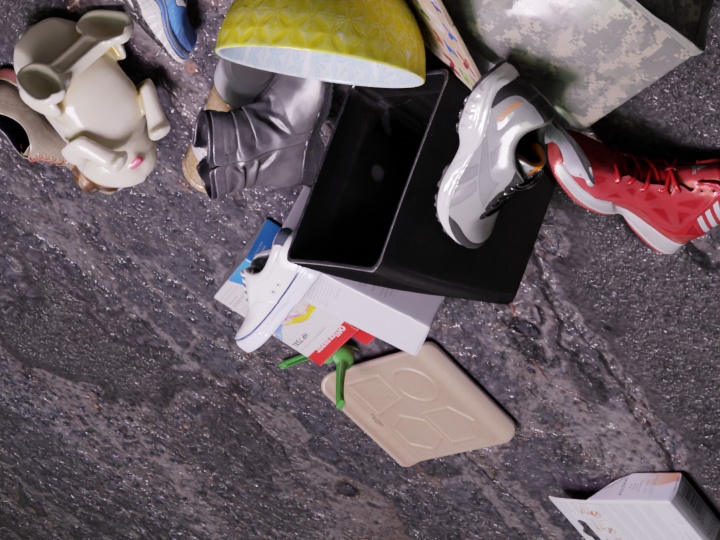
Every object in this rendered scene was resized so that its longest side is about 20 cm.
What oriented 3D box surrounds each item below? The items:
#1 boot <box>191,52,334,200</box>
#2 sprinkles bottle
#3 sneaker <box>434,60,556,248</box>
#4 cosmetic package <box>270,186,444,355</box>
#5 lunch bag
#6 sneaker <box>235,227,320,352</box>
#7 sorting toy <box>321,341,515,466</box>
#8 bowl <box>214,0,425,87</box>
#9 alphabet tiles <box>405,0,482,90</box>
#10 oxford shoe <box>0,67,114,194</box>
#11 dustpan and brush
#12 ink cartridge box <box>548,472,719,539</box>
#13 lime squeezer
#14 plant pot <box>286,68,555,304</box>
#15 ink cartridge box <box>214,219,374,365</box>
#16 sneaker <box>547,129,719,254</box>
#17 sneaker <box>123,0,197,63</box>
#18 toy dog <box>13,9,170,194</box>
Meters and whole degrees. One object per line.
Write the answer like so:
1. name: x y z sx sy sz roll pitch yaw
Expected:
1. boot: -0.100 -0.162 1.654 0.130 0.070 0.202 -8 121 -21
2. sprinkles bottle: -0.140 -0.160 1.777 0.068 0.069 0.200 28 146 -2
3. sneaker: 0.121 -0.087 1.462 0.079 0.074 0.201 37 143 21
4. cosmetic package: 0.000 0.000 1.862 0.198 0.102 0.071 27 146 2
5. lunch bag: 0.178 -0.241 1.415 0.199 0.118 0.164 34 143 -18
6. sneaker: -0.098 0.016 1.809 0.071 0.073 0.200 39 136 -1
7. sorting toy: 0.074 0.168 2.093 0.199 0.037 0.185 -22 122 43
8. bowl: -0.031 -0.239 1.519 0.197 0.109 0.200 7 180 0
9. alphabet tiles: 0.050 -0.242 1.480 0.167 0.006 0.200 57 178 -37
10. oxford shoe: -0.365 -0.145 1.941 0.199 0.075 0.070 39 143 -17
11. dustpan and brush: 0.160 -0.141 1.502 0.057 0.202 0.139 -30 141 18
12. ink cartridge box: 0.361 0.320 2.093 0.199 0.050 0.162 -4 136 49
13. lime squeezer: -0.042 0.120 2.082 0.037 0.071 0.200 22 -178 -27
14. plant pot: 0.072 -0.064 1.626 0.176 0.202 0.199 26 171 -26
15. ink cartridge box: -0.062 0.038 1.982 0.199 0.068 0.116 33 145 -8
16. sneaker: 0.278 -0.097 1.577 0.199 0.079 0.115 26 141 -33
17. sneaker: -0.189 -0.279 1.644 0.079 0.089 0.200 45 172 18
18. toy dog: -0.298 -0.169 1.816 0.192 0.140 0.201 16 146 38
